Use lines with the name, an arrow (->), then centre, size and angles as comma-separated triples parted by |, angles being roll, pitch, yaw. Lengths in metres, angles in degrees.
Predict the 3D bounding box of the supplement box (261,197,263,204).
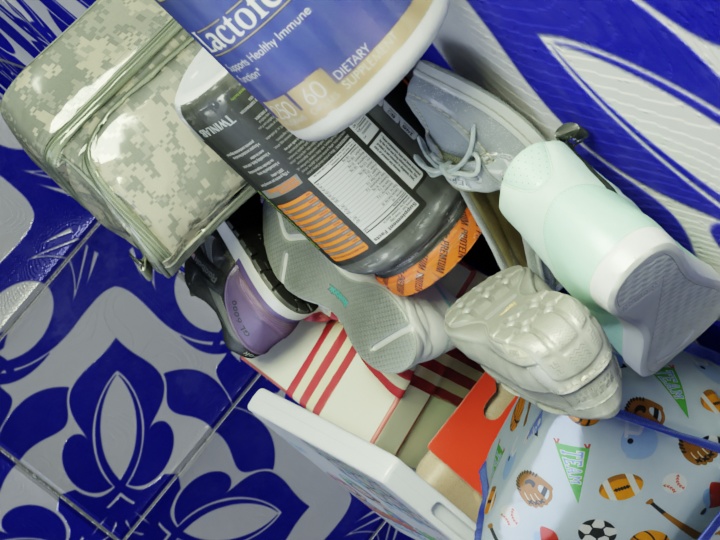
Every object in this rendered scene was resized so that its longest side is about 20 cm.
supplement box -> -0.098, -0.091, 1.376 | 0.103, 0.101, 0.200 | 33, 169, 34

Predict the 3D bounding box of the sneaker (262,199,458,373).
sneaker -> 0.000, 0.000, 1.131 | 0.080, 0.071, 0.200 | -10, -135, -41

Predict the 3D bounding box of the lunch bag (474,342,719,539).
lunch bag -> 0.194, 0.140, 1.019 | 0.199, 0.171, 0.124 | 21, -143, -6

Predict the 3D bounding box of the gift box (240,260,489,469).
gift box -> 0.033, 0.040, 1.253 | 0.184, 0.201, 0.186 | 26, 180, 39

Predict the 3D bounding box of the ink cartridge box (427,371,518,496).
ink cartridge box -> 0.175, 0.139, 1.178 | 0.200, 0.163, 0.057 | 43, 170, -18

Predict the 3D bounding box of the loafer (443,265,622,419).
loafer -> 0.099, 0.044, 0.913 | 0.070, 0.070, 0.200 | 54, 178, -12

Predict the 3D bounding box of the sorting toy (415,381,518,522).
sorting toy -> 0.164, 0.156, 1.220 | 0.200, 0.185, 0.036 | 44, 170, -12

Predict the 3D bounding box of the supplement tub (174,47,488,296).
supplement tub -> -0.013, -0.083, 1.014 | 0.200, 0.123, 0.122 | 43, 170, -21

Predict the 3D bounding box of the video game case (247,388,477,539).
video game case -> 0.026, 0.164, 1.137 | 0.182, 0.024, 0.200 | 42, 168, -30

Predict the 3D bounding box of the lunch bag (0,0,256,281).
lunch bag -> -0.127, -0.111, 1.112 | 0.168, 0.200, 0.139 | 43, 170, 16

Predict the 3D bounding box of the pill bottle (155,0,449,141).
pill bottle -> -0.058, -0.172, 0.798 | 0.200, 0.116, 0.116 | 43, 170, -19

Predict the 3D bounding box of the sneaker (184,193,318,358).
sneaker -> -0.116, -0.025, 1.207 | 0.075, 0.088, 0.201 | 1, -127, -52

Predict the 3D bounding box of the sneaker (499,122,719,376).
sneaker -> 0.145, -0.013, 0.909 | 0.118, 0.074, 0.200 | 49, -177, 28

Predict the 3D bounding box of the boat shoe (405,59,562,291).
boat shoe -> 0.084, -0.050, 0.962 | 0.074, 0.065, 0.202 | 31, 167, 44

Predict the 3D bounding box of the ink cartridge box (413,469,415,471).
ink cartridge box -> 0.112, 0.142, 1.327 | 0.099, 0.200, 0.039 | 36, 170, 26
